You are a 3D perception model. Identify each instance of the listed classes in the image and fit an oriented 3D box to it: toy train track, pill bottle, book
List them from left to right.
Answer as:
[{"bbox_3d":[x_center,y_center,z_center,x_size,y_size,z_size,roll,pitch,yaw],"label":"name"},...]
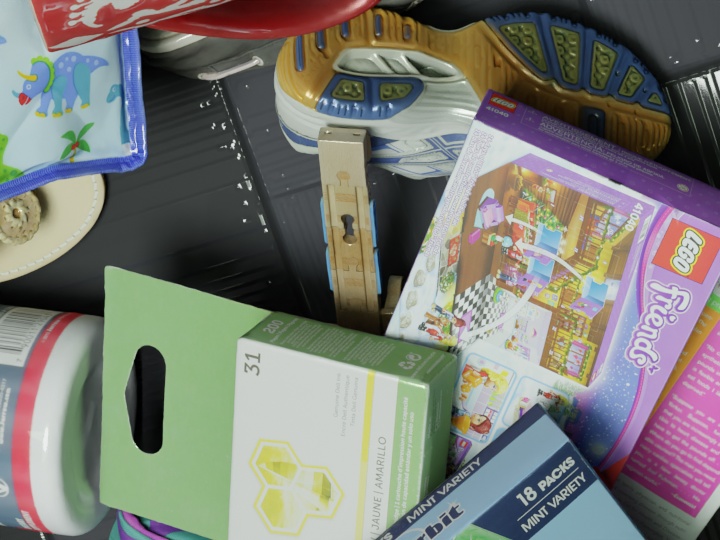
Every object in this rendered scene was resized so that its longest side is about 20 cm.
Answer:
[{"bbox_3d":[-0.234,0.073,1.267,0.198,0.120,0.121,7,108,16],"label":"pill bottle"},{"bbox_3d":[0.000,0.000,1.191,0.114,0.033,0.201,4,135,10],"label":"toy train track"},{"bbox_3d":[0.143,0.064,1.190,0.133,0.048,0.201,34,115,4],"label":"book"}]

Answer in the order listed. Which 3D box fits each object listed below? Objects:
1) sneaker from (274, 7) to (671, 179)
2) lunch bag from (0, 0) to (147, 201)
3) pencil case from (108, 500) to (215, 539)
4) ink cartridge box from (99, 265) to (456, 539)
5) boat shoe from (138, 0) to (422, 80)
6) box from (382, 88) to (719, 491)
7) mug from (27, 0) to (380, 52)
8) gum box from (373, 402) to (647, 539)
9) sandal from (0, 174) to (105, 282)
[{"bbox_3d":[0.055,-0.083,1.165,0.198,0.088,0.076,11,66,-3],"label":"sneaker"},{"bbox_3d":[-0.192,-0.154,1.150,0.170,0.127,0.202,21,122,49],"label":"lunch bag"},{"bbox_3d":[-0.109,0.218,1.292,0.092,0.085,0.201,1,113,-28],"label":"pencil case"},{"bbox_3d":[-0.054,0.090,1.167,0.199,0.048,0.147,13,115,20],"label":"ink cartridge box"},{"bbox_3d":[-0.023,-0.146,1.177,0.199,0.057,0.067,-15,66,17],"label":"boat shoe"},{"bbox_3d":[0.087,0.026,1.135,0.136,0.039,0.201,24,122,2],"label":"box"},{"bbox_3d":[-0.057,-0.161,1.030,0.199,0.134,0.179,-20,119,-7],"label":"mug"},{"bbox_3d":[0.080,0.191,1.140,0.170,0.045,0.200,-39,119,-1],"label":"gum box"},{"bbox_3d":[-0.239,-0.013,1.231,0.210,0.070,0.078,-8,112,-3],"label":"sandal"}]
